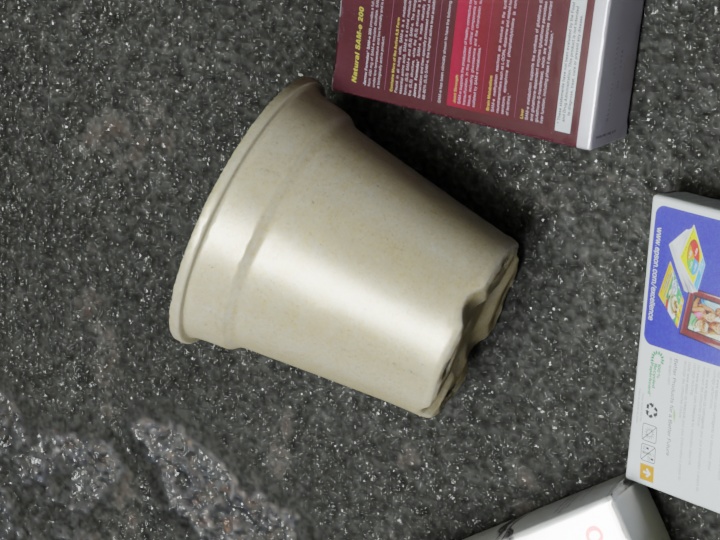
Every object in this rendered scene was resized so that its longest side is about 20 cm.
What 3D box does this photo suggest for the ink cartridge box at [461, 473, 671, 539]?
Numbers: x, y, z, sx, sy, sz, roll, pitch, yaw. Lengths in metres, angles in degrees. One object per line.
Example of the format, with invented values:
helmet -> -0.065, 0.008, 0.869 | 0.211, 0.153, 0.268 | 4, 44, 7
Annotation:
ink cartridge box -> 0.122, 0.243, 1.578 | 0.199, 0.085, 0.146 | -25, 89, 19

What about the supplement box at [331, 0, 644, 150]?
supplement box -> 0.082, -0.155, 1.542 | 0.199, 0.061, 0.110 | 16, 110, 27

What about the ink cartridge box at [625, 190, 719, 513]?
ink cartridge box -> 0.263, 0.066, 1.471 | 0.199, 0.047, 0.199 | 18, 110, 40

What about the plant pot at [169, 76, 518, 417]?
plant pot -> 0.000, 0.000, 1.572 | 0.183, 0.200, 0.201 | 28, 116, 11
